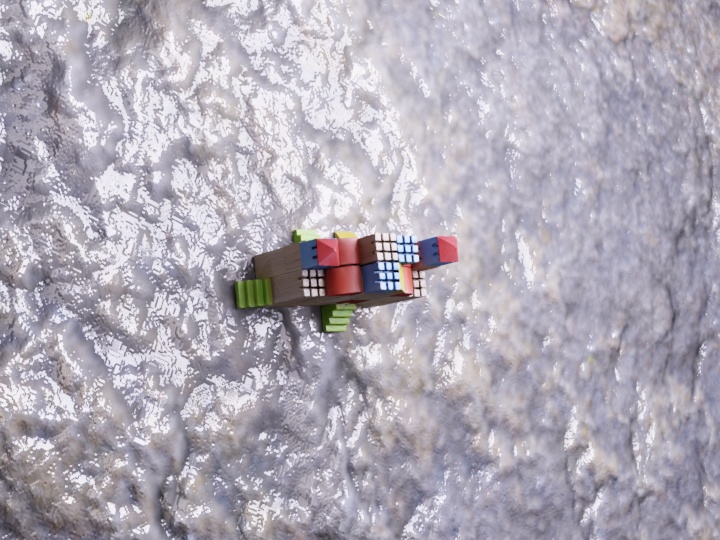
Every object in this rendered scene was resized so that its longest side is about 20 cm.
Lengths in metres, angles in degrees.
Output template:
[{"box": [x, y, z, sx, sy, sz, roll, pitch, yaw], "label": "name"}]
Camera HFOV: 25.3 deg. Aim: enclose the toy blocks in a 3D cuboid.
[{"box": [0.000, 0.000, 1.518, 0.199, 0.136, 0.101, 0, 81, -38], "label": "toy blocks"}]
